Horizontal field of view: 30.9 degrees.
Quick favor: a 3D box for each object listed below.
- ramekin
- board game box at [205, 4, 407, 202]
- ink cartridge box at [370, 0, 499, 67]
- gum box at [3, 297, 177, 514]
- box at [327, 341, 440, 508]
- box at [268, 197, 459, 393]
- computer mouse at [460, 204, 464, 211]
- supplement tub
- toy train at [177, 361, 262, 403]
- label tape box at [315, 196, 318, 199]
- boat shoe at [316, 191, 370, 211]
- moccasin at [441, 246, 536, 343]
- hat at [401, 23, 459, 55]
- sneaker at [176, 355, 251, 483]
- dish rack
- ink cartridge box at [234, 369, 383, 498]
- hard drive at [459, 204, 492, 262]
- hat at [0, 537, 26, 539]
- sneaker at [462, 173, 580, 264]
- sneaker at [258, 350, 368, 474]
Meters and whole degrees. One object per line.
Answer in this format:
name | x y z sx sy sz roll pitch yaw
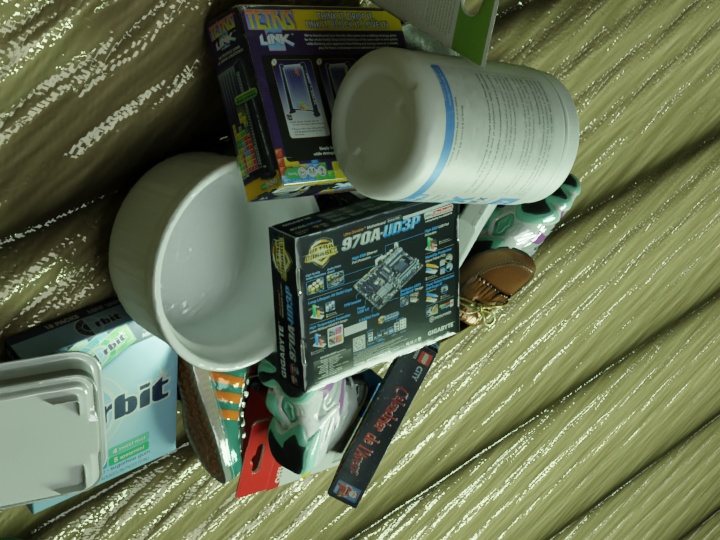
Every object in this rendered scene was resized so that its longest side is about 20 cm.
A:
ramekin | -0.138 -0.015 1.215 0.200 0.098 0.201 -18 116 -40
board game box | -0.033 -0.156 1.196 0.199 0.166 0.057 -8 171 -43
ink cartridge box | 0.079 -0.290 1.155 0.076 0.200 0.148 -19 134 -36
gum box | -0.262 0.126 1.288 0.169 0.045 0.201 -21 134 -34
box | 0.031 0.154 1.464 0.201 0.038 0.137 -63 178 12
box | 0.009 0.012 1.255 0.199 0.046 0.160 -19 118 -33
computer mouse | 0.098 -0.083 1.441 0.200 0.046 0.141 -55 172 -45
supplement tub | 0.085 -0.125 1.163 0.199 0.132 0.132 0 121 -41
toy train | -0.126 0.108 1.433 0.199 0.034 0.046 -8 114 -43
label tape box | 0.000 0.000 1.444 0.200 0.066 0.144 17 107 -54
boat shoe | 0.018 -0.036 1.324 0.200 0.076 0.060 35 91 -42
moccasin | 0.124 0.038 1.529 0.201 0.078 0.074 -29 129 33
hat | 0.060 -0.158 1.355 0.200 0.081 0.201 -27 138 -28
sneaker | -0.143 0.122 1.348 0.080 0.071 0.201 -23 113 -32
dish rack | -0.330 0.161 1.193 0.199 0.044 0.172 -10 129 -18
ink cartridge box | -0.074 0.180 1.519 0.199 0.067 0.117 -12 128 -41
hard drive | 0.141 -0.083 1.452 0.200 0.027 0.132 -57 173 -35
hat | -0.383 0.364 1.392 0.165 0.176 0.201 -34 104 -18
sneaker | 0.196 -0.032 1.629 0.200 0.078 0.140 -35 144 -6
sneaker | -0.038 0.108 1.401 0.140 0.078 0.201 -35 141 -40
